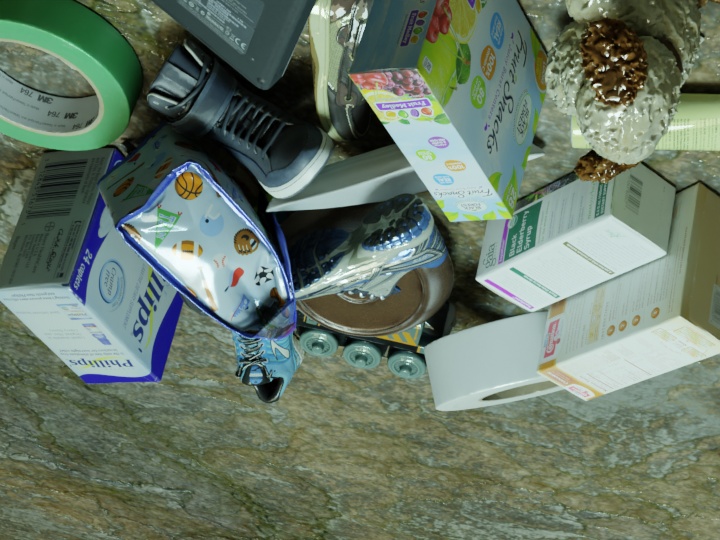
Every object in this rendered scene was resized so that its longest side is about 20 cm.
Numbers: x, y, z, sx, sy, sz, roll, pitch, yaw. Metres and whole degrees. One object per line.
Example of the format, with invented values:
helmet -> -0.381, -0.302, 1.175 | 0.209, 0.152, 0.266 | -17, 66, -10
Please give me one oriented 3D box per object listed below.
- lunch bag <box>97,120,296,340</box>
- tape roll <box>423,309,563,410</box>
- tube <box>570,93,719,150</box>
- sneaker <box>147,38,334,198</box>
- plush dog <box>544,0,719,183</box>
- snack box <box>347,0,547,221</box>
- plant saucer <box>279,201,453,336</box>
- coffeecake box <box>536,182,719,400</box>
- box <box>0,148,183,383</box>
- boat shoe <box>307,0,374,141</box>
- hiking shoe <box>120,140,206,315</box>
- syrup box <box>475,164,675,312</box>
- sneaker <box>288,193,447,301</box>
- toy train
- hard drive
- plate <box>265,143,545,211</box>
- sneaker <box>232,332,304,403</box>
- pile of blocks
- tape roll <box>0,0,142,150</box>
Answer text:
lunch bag -> -0.143, -0.032, 1.480 | 0.200, 0.124, 0.170 | 48, -177, -23
tape roll -> 0.173, 0.097, 1.651 | 0.202, 0.071, 0.202 | -12, 168, -3
tube -> 0.287, -0.131, 1.342 | 0.200, 0.052, 0.058 | 3, -171, 14
sneaker -> -0.117, -0.142, 1.404 | 0.146, 0.077, 0.202 | 38, 175, -29
plush dog -> 0.212, -0.161, 1.194 | 0.160, 0.172, 0.200 | 5, 148, 15
snack box -> 0.081, -0.164, 1.250 | 0.068, 0.169, 0.200 | 0, 147, 30
plant saucer -> -0.002, 0.007, 1.619 | 0.200, 0.032, 0.200 | 7, 135, 7
coffeecake box -> 0.275, 0.025, 1.493 | 0.073, 0.154, 0.200 | 30, 147, -24
box -> -0.283, -0.002, 1.664 | 0.105, 0.184, 0.200 | -3, 146, 24
boat shoe -> -0.004, -0.182, 1.352 | 0.065, 0.073, 0.200 | 12, 150, 15
hiking shoe -> -0.193, -0.049, 1.611 | 0.101, 0.076, 0.200 | 27, 139, 59
syrup box -> 0.208, -0.035, 1.497 | 0.081, 0.079, 0.200 | 30, 147, -26
sneaker -> 0.000, 0.000, 1.538 | 0.200, 0.077, 0.085 | -21, 131, 30
toy train -> 0.011, 0.054, 1.735 | 0.200, 0.085, 0.114 | 14, 140, 1
hard drive -> -0.101, -0.253, 1.270 | 0.140, 0.033, 0.200 | 40, 149, 4
plate -> 0.042, -0.095, 1.436 | 0.199, 0.032, 0.200 | -15, 176, 40
sneaker -> -0.117, 0.094, 1.841 | 0.078, 0.090, 0.200 | 3, 147, 18
pile of blocks -> -0.114, -0.054, 1.624 | 0.082, 0.062, 0.200 | 9, 150, 9
tape roll -> -0.316, -0.196, 1.491 | 0.200, 0.048, 0.200 | 11, 150, 7
